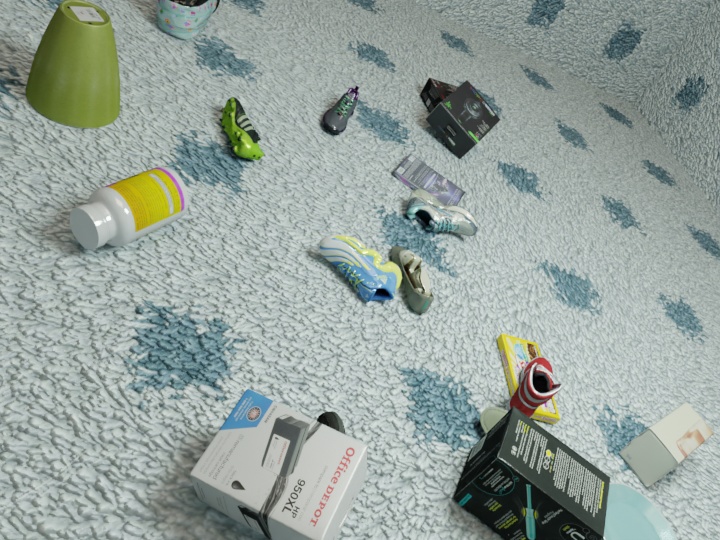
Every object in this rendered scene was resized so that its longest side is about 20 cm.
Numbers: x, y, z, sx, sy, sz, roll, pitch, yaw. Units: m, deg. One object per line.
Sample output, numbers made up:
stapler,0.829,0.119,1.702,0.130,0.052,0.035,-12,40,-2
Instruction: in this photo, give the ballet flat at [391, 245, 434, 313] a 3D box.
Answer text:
ballet flat,0.122,0.004,1.347,0.066,0.064,0.202,9,43,-26

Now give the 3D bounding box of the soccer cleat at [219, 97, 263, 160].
soccer cleat,-0.284,-0.337,1.442,0.080,0.067,0.202,20,37,-43

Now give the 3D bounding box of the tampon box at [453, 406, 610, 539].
tampon box,0.285,0.364,1.003,0.199,0.151,0.126,36,39,5

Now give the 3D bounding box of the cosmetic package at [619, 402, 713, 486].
cosmetic package,0.661,0.372,1.296,0.197,0.104,0.088,-10,53,-39

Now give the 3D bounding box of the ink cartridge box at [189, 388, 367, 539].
ink cartridge box,-0.104,0.274,0.815,0.197,0.085,0.146,20,50,16

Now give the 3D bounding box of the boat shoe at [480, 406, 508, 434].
boat shoe,0.308,0.335,1.127,0.200,0.061,0.072,38,82,21

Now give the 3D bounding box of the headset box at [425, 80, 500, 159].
headset box,0.326,-0.483,1.930,0.175,0.093,0.200,48,53,-3

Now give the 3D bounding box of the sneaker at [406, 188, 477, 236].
sneaker,0.205,-0.126,1.552,0.197,0.078,0.087,24,50,1

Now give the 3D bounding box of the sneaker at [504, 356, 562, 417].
sneaker,0.363,0.215,1.205,0.071,0.114,0.200,35,41,12

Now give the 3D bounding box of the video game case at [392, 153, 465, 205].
video game case,0.196,-0.247,1.705,0.199,0.019,0.143,36,38,3

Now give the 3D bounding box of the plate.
plate,0.514,0.497,1.121,0.197,0.026,0.202,19,41,-17

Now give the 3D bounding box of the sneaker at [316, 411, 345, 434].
sneaker,-0.073,0.290,0.898,0.081,0.074,0.202,21,38,-10

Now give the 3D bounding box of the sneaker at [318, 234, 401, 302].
sneaker,0.000,0.000,1.258,0.197,0.076,0.106,22,39,-14

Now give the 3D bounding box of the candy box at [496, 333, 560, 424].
candy box,0.360,0.230,1.300,0.100,0.027,0.202,15,41,-16

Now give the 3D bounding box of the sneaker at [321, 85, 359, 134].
sneaker,-0.053,-0.462,1.706,0.073,0.088,0.201,27,38,-6

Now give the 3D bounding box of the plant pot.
plant pot,-0.572,-0.432,1.224,0.184,0.201,0.189,18,39,-16

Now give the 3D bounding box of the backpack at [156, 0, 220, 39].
backpack,-0.486,-0.738,1.674,0.163,0.128,0.202,14,41,-4

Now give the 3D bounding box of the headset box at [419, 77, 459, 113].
headset box,0.325,-0.581,2.105,0.196,0.076,0.150,7,45,-28

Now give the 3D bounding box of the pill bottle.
pill bottle,-0.408,-0.109,1.068,0.104,0.105,0.200,39,38,9
